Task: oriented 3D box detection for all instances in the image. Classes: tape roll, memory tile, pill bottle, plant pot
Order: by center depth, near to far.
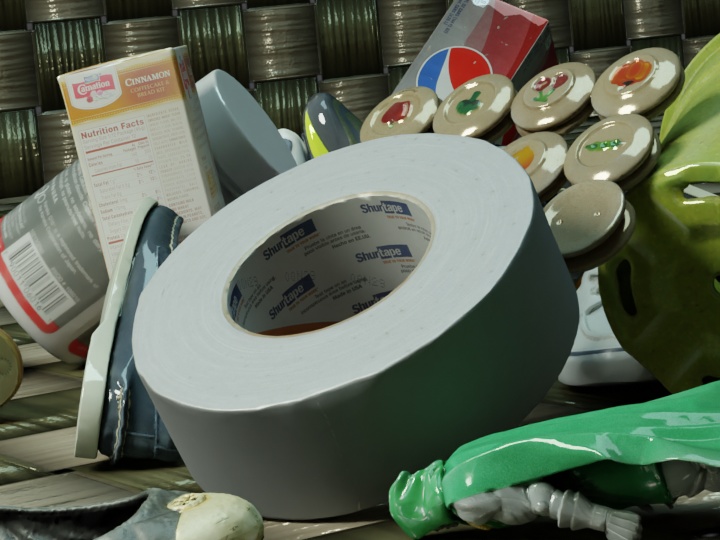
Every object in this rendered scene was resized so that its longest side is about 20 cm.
[{"bbox_3d":[-0.003,0.021,1.031,0.199,0.066,0.201,-19,30,11],"label":"tape roll"},{"bbox_3d":[0.065,-0.050,1.157,0.199,0.017,0.154,-7,45,36],"label":"memory tile"},{"bbox_3d":[0.215,-0.020,1.174,0.199,0.202,0.184,-2,19,31],"label":"plant pot"},{"bbox_3d":[-0.145,-0.037,1.507,0.200,0.114,0.114,-36,0,12],"label":"pill bottle"}]

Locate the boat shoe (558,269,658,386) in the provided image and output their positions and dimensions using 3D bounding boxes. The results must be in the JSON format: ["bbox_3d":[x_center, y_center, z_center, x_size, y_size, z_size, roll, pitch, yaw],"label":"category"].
[{"bbox_3d":[0.146,0.024,1.280,0.073,0.066,0.200,-5,6,4],"label":"boat shoe"}]

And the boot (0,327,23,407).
[{"bbox_3d":[-0.267,0.051,1.416,0.174,0.067,0.200,-4,5,11],"label":"boot"}]

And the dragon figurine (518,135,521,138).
[{"bbox_3d":[0.070,-0.058,1.514,0.199,0.100,0.059,-25,-23,24],"label":"dragon figurine"}]

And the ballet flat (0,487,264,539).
[{"bbox_3d":[-0.135,0.101,0.879,0.199,0.057,0.066,-4,7,13],"label":"ballet flat"}]

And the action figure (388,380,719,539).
[{"bbox_3d":[0.105,0.078,0.895,0.199,0.055,0.118,-11,6,19],"label":"action figure"}]

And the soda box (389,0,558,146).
[{"bbox_3d":[0.048,-0.078,1.436,0.070,0.201,0.063,26,-18,23],"label":"soda box"}]

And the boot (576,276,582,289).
[{"bbox_3d":[0.069,0.016,1.469,0.200,0.071,0.144,-4,12,46],"label":"boot"}]

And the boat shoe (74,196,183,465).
[{"bbox_3d":[-0.110,0.030,1.206,0.061,0.075,0.200,11,30,-4],"label":"boat shoe"}]

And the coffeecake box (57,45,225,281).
[{"bbox_3d":[-0.119,-0.031,1.367,0.073,0.201,0.154,-13,6,0],"label":"coffeecake box"}]

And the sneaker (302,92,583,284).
[{"bbox_3d":[0.055,-0.050,1.336,0.199,0.081,0.074,34,19,-2],"label":"sneaker"}]

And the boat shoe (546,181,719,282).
[{"bbox_3d":[0.177,-0.018,1.392,0.199,0.072,0.068,18,54,7],"label":"boat shoe"}]

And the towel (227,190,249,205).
[{"bbox_3d":[0.000,0.000,1.329,0.034,0.133,0.200,-46,17,-17],"label":"towel"}]

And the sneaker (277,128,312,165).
[{"bbox_3d":[-0.048,-0.044,1.563,0.079,0.130,0.199,-32,-7,-1],"label":"sneaker"}]
